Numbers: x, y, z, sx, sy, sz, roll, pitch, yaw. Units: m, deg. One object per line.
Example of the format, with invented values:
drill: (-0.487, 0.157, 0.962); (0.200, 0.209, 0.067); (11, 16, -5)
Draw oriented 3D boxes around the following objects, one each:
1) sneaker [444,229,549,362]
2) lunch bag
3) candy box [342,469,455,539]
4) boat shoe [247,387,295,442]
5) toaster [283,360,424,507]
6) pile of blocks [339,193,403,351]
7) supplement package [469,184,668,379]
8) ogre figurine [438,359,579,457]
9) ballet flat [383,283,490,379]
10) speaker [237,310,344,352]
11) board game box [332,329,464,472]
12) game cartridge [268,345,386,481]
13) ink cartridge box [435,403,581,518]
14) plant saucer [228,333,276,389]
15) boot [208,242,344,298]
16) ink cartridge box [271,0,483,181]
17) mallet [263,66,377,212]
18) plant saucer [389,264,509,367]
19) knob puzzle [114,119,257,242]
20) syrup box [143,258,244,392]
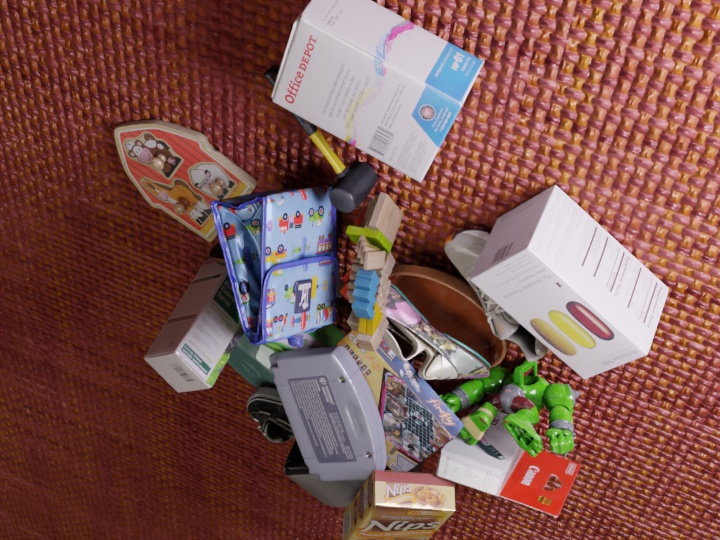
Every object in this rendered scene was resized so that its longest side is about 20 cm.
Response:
sneaker: (0.179, 0.033, 1.536); (0.200, 0.092, 0.076); (40, 143, -13)
lunch bag: (-0.100, -0.001, 1.558); (0.094, 0.150, 0.201); (-2, 98, 35)
candy box: (0.051, 0.341, 1.721); (0.115, 0.056, 0.200); (6, 151, -12)
boat shoe: (-0.126, 0.223, 1.842); (0.072, 0.071, 0.200); (37, 158, -21)
toaster: (0.008, 0.249, 1.838); (0.199, 0.181, 0.119); (-12, 133, 41)
pile of blocks: (0.000, 0.000, 1.552); (0.062, 0.201, 0.082); (9, -175, 28)
supplement package: (0.251, 0.017, 1.453); (0.200, 0.110, 0.114); (40, 143, -14)
ogre figurine: (0.212, 0.183, 1.657); (0.199, 0.120, 0.098); (-6, 117, 43)
ballet flat: (0.083, 0.100, 1.630); (0.200, 0.071, 0.069); (39, 157, -13)
speaker: (-0.092, 0.088, 1.742); (0.088, 0.089, 0.200); (2, 157, 31)
board game box: (0.031, 0.176, 1.678); (0.200, 0.035, 0.135); (49, 132, 2)
game cartridge: (-0.039, 0.198, 1.686); (0.133, 0.041, 0.201); (-6, 112, 35)
ink cartridge box: (0.215, 0.262, 1.707); (0.173, 0.200, 0.044); (16, 108, 16)
plant saucer: (-0.161, 0.141, 1.885); (0.200, 0.036, 0.200); (35, 160, 15)
boot: (-0.116, 0.000, 1.708); (0.199, 0.075, 0.097); (1, 133, 30)
ink cartridge box: (0.015, -0.211, 1.360); (0.199, 0.085, 0.145); (28, 143, 0)
mallet: (-0.058, -0.157, 1.489); (0.041, 0.066, 0.200); (-17, 124, 46)
plant saucer: (0.111, 0.060, 1.650); (0.199, 0.032, 0.201); (24, 149, 15)
knob puzzle: (-0.260, -0.131, 1.685); (0.219, 0.031, 0.220); (19, 143, 15)
syrup box: (-0.218, 0.072, 1.754); (0.081, 0.200, 0.079); (-13, 128, 44)
